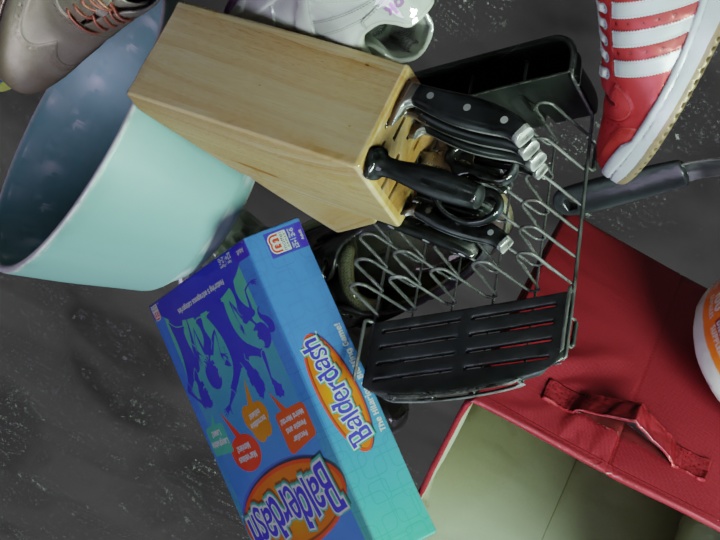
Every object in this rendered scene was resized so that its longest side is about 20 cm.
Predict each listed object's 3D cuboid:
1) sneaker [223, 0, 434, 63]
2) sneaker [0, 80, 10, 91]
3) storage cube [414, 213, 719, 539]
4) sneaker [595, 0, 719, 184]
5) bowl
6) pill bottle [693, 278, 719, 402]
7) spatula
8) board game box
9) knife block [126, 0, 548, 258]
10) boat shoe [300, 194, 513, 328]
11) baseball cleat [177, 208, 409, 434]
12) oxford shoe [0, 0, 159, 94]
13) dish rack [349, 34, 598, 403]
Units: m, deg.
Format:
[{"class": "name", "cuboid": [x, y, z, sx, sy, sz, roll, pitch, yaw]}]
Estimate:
[{"class": "sneaker", "cuboid": [-0.017, -0.138, 0.917, 0.100, 0.075, 0.200, 44, 167, -5]}, {"class": "sneaker", "cuboid": [-0.229, -0.170, 1.034, 0.075, 0.105, 0.201, 26, 137, 5]}, {"class": "storage cube", "cuboid": [0.144, 0.108, 1.017, 0.170, 0.180, 0.201, 27, 135, 5]}, {"class": "sneaker", "cuboid": [0.136, -0.143, 0.877, 0.112, 0.071, 0.201, 24, 128, 3]}, {"class": "bowl", "cuboid": [-0.132, -0.069, 1.030, 0.105, 0.202, 0.201, 28, 140, -25]}, {"class": "pill bottle", "cuboid": [0.280, 0.005, 0.896, 0.114, 0.114, 0.200, 37, 136, -5]}, {"class": "spatula", "cuboid": [0.198, -0.055, 0.956, 0.199, 0.021, 0.057, -11, 120, 36]}, {"class": "board game box", "cuboid": [-0.046, 0.086, 1.022, 0.152, 0.045, 0.201, -31, 82, 57]}, {"class": "knife block", "cuboid": [-0.006, -0.078, 0.876, 0.199, 0.064, 0.175, 32, 164, -15]}, {"class": "boat shoe", "cuboid": [0.000, 0.000, 1.051, 0.199, 0.065, 0.072, -20, 103, 21]}, {"class": "baseball cleat", "cuboid": [-0.051, 0.041, 1.159, 0.200, 0.070, 0.106, 51, 140, -5]}, {"class": "oxford shoe", "cuboid": [-0.156, -0.167, 0.976, 0.071, 0.074, 0.200, 22, 126, -31]}, {"class": "dish rack", "cuboid": [0.058, -0.024, 0.944, 0.153, 0.201, 0.055, -12, 146, 36]}]
